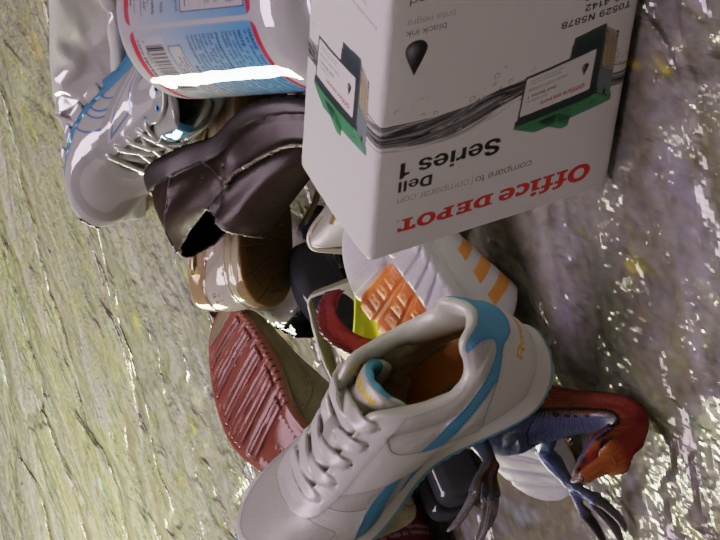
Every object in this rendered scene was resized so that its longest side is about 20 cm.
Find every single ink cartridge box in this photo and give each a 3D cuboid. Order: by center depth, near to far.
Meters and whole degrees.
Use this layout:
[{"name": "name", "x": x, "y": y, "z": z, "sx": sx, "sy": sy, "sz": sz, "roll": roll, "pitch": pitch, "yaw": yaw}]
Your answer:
[{"name": "ink cartridge box", "x": 0.054, "y": -0.117, "z": 1.204, "sx": 0.084, "sy": 0.145, "sz": 0.201, "roll": 55, "pitch": 154, "yaw": 38}]

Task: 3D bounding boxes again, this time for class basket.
[{"name": "basket", "x": -0.141, "y": -0.158, "z": 1.734, "sx": 0.201, "sy": 0.123, "sz": 0.136, "roll": 95, "pitch": 151, "yaw": -46}]

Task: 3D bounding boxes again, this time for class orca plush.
[{"name": "orca plush", "x": -0.058, "y": 0.009, "z": 1.715, "sx": 0.071, "sy": 0.105, "sz": 0.200, "roll": 45, "pitch": 163, "yaw": -32}]

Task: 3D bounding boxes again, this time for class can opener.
[{"name": "can opener", "x": 0.011, "y": 0.069, "z": 1.579, "sx": 0.053, "sy": 0.066, "sz": 0.201, "roll": 114, "pitch": 136, "yaw": -62}]

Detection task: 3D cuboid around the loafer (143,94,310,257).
[{"name": "loafer", "x": -0.057, "y": -0.056, "z": 1.515, "sx": 0.200, "sy": 0.073, "sz": 0.072, "roll": -24, "pitch": 74, "yaw": 51}]

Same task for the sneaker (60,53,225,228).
[{"name": "sneaker", "x": -0.135, "y": -0.101, "z": 1.611, "sx": 0.201, "sy": 0.075, "sz": 0.087, "roll": -58, "pitch": 29, "yaw": 25}]

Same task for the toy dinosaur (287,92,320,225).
[{"name": "toy dinosaur", "x": -0.033, "y": -0.135, "z": 1.589, "sx": 0.101, "sy": 0.058, "sz": 0.201, "roll": 155, "pitch": 101, "yaw": -86}]

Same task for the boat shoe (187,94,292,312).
[{"name": "boat shoe", "x": -0.085, "y": -0.067, "z": 1.632, "sx": 0.069, "sy": 0.074, "sz": 0.201, "roll": -15, "pitch": 60, "yaw": 35}]

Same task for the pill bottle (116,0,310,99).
[{"name": "pill bottle", "x": -0.045, "y": -0.158, "z": 1.440, "sx": 0.199, "sy": 0.108, "sz": 0.109, "roll": 2, "pitch": 108, "yaw": 48}]

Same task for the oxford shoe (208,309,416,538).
[{"name": "oxford shoe", "x": -0.035, "y": 0.101, "z": 1.601, "sx": 0.200, "sy": 0.073, "sz": 0.071, "roll": 59, "pitch": 133, "yaw": 31}]

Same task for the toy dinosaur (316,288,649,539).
[{"name": "toy dinosaur", "x": 0.067, "y": 0.080, "z": 1.341, "sx": 0.181, "sy": 0.105, "sz": 0.201, "roll": -27, "pitch": 89, "yaw": 34}]

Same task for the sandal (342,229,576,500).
[{"name": "sandal", "x": 0.066, "y": 0.038, "z": 1.423, "sx": 0.207, "sy": 0.059, "sz": 0.079, "roll": 55, "pitch": 144, "yaw": -5}]

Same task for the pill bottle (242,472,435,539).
[{"name": "pill bottle", "x": 0.006, "y": 0.219, "z": 1.638, "sx": 0.114, "sy": 0.114, "sz": 0.201, "roll": 115, "pitch": 136, "yaw": -61}]

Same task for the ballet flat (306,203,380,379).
[{"name": "ballet flat", "x": 0.000, "y": 0.000, "z": 1.506, "sx": 0.067, "sy": 0.067, "sz": 0.201, "roll": -63, "pitch": -29, "yaw": -75}]

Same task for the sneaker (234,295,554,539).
[{"name": "sneaker", "x": 0.004, "y": 0.084, "z": 1.307, "sx": 0.081, "sy": 0.200, "sz": 0.077, "roll": 33, "pitch": -158, "yaw": -50}]
